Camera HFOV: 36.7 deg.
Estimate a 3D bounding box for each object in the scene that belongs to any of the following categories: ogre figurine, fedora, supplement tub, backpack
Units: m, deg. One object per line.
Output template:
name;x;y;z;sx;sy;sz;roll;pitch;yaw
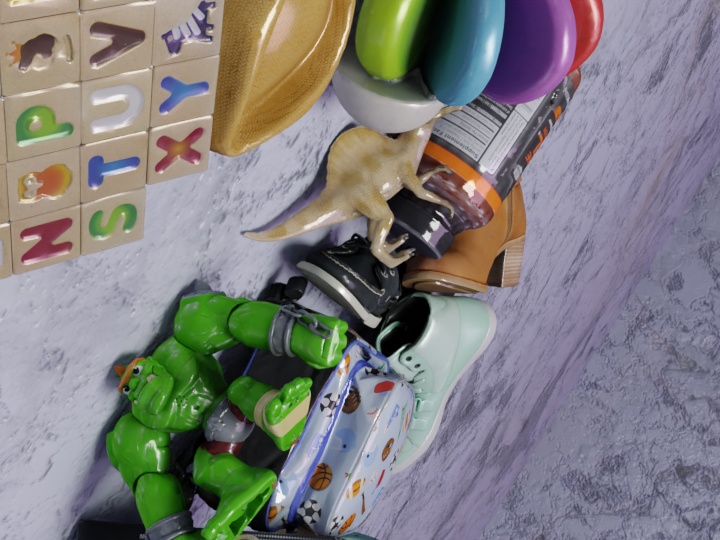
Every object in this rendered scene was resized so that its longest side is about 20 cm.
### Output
ogre figurine;-0.102;0.099;0.729;0.098;0.119;0.201;-18;135;-55
fedora;-0.061;-0.125;0.546;0.201;0.082;0.201;-48;158;-26
supplement tub;0.092;-0.110;0.913;0.201;0.107;0.107;-56;161;-6
backpack;-0.039;0.127;0.902;0.201;0.153;0.190;-60;170;-2

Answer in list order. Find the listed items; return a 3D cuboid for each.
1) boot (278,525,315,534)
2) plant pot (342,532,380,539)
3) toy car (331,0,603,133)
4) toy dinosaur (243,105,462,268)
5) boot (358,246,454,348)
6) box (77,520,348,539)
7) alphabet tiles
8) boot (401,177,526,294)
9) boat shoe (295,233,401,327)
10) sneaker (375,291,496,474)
boot;-0.028;0.226;1.183;0.154;0.074;0.201;-36;163;-45
plant pot;-0.015;0.415;1.323;0.200;0.199;0.162;6;103;-69
toy car;0.082;-0.173;0.725;0.200;0.149;0.176;-35;151;-49
toy dinosaur;0.005;-0.055;0.825;0.200;0.101;0.058;-39;-164;-15
boot;0.069;0.043;1.139;0.200;0.073;0.151;11;110;-61
box;-0.094;0.223;0.829;0.160;0.198;0.045;52;41;-69
alphabet tiles;-0.147;-0.058;0.447;0.199;0.006;0.167;-18;141;-31
boot;0.101;-0.059;1.006;0.199;0.076;0.157;-6;98;-52
boat shoe;0.002;0.002;0.900;0.066;0.074;0.199;-52;164;-1
sneaker;0.033;0.103;1.020;0.118;0.074;0.201;16;110;-47
